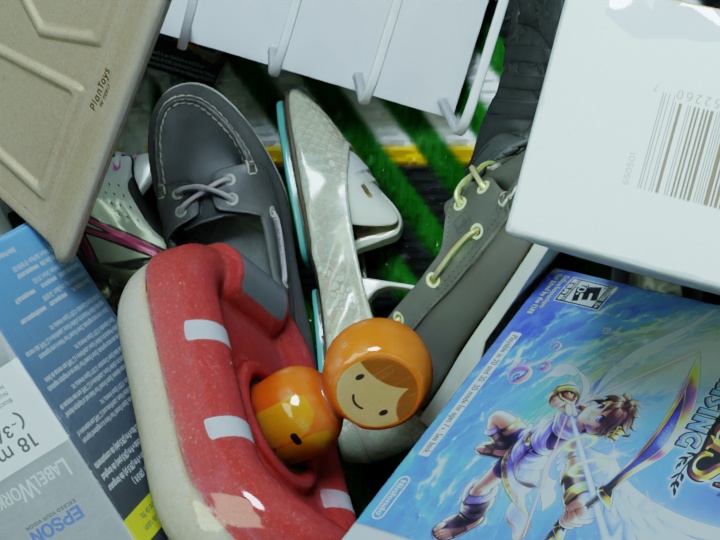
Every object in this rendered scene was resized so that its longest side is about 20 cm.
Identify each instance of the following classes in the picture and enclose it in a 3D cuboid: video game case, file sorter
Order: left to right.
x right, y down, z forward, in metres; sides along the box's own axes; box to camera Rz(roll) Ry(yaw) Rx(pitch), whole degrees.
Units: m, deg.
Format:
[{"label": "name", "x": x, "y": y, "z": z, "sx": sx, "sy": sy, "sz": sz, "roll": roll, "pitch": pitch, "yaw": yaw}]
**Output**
[{"label": "file sorter", "x": -0.026, "y": -0.160, "z": 1.035, "sx": 0.199, "sy": 0.125, "sz": 0.139, "roll": 16, "pitch": 102, "yaw": -5}, {"label": "video game case", "x": 0.111, "y": 0.093, "z": 0.911, "sx": 0.181, "sy": 0.046, "sz": 0.200, "roll": 15, "pitch": 51, "yaw": 36}]

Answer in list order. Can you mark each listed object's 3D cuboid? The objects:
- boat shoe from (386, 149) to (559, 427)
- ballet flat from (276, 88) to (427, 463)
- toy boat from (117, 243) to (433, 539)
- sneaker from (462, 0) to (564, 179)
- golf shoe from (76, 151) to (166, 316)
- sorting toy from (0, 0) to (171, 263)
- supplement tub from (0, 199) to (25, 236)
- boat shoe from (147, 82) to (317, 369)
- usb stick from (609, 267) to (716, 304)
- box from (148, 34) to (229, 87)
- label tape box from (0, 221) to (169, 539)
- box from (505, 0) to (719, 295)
[{"label": "boat shoe", "x": 0.063, "y": -0.013, "z": 1.016, "sx": 0.060, "sy": 0.072, "sz": 0.202, "roll": 34, "pitch": 118, "yaw": 9}, {"label": "ballet flat", "x": 0.000, "y": 0.000, "z": 1.114, "sx": 0.062, "sy": 0.067, "sz": 0.201, "roll": -10, "pitch": 81, "yaw": 5}, {"label": "toy boat", "x": -0.025, "y": 0.067, "z": 0.996, "sx": 0.130, "sy": 0.130, "sz": 0.201, "roll": -28, "pitch": 55, "yaw": 16}, {"label": "sneaker", "x": 0.098, "y": -0.112, "z": 1.051, "sx": 0.104, "sy": 0.060, "sz": 0.200, "roll": -101, "pitch": 32, "yaw": -45}, {"label": "golf shoe", "x": -0.147, "y": -0.034, "z": 1.206, "sx": 0.200, "sy": 0.073, "sz": 0.092, "roll": 36, "pitch": 100, "yaw": 23}, {"label": "sorting toy", "x": -0.165, "y": -0.131, "z": 0.990, "sx": 0.200, "sy": 0.036, "sz": 0.185, "roll": 43, "pitch": 130, "yaw": 22}, {"label": "supplement tub", "x": -0.199, "y": 0.056, "z": 1.136, "sx": 0.122, "sy": 0.122, "sz": 0.201, "roll": -29, "pitch": 90, "yaw": 28}, {"label": "boat shoe", "x": -0.065, "y": -0.001, "z": 1.114, "sx": 0.067, "sy": 0.057, "sz": 0.201, "roll": -16, "pitch": 95, "yaw": 7}, {"label": "usb stick", "x": 0.146, "y": -0.007, "z": 1.022, "sx": 0.055, "sy": 0.033, "sz": 0.201, "roll": 5, "pitch": 87, "yaw": 28}, {"label": "box", "x": -0.160, "y": -0.206, "z": 1.195, "sx": 0.200, "sy": 0.132, "sz": 0.115, "roll": 35, "pitch": 103, "yaw": 32}, {"label": "label tape box", "x": -0.136, "y": 0.080, "z": 1.008, "sx": 0.063, "sy": 0.144, "sz": 0.200, "roll": -32, "pitch": 93, "yaw": 13}, {"label": "box", "x": 0.168, "y": -0.040, "z": 0.892, "sx": 0.152, "sy": 0.200, "sz": 0.107, "roll": 15, "pitch": 92, "yaw": 20}]
